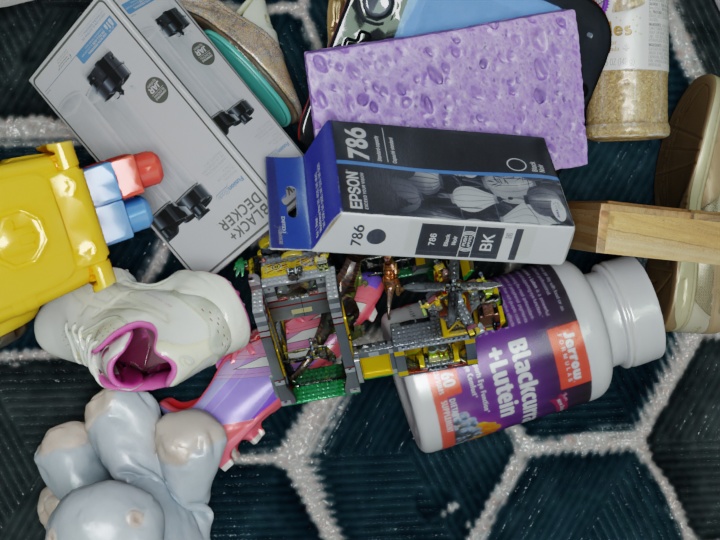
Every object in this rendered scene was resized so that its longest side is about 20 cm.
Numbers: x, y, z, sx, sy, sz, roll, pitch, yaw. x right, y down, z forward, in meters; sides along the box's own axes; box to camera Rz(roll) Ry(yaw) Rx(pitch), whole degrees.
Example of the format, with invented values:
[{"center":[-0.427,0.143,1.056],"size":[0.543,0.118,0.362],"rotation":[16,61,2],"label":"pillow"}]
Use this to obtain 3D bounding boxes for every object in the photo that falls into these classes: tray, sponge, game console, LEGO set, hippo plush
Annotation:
[{"center":[0.192,-0.029,0.903],"size":[0.097,0.200,0.038],"rotation":[6,92,-5],"label":"tray"},{"center":[0.062,-0.115,0.887],"size":[0.197,0.030,0.113],"rotation":[-10,106,-7],"label":"sponge"},{"center":[0.072,-0.141,0.909],"size":[0.198,0.031,0.179],"rotation":[20,94,-13],"label":"game console"},{"center":[0.000,0.000,0.865],"size":[0.197,0.155,0.117],"rotation":[-4,135,8],"label":"LEGO set"},{"center":[-0.181,0.198,0.884],"size":[0.157,0.161,0.203],"rotation":[0,109,13],"label":"hippo plush"}]

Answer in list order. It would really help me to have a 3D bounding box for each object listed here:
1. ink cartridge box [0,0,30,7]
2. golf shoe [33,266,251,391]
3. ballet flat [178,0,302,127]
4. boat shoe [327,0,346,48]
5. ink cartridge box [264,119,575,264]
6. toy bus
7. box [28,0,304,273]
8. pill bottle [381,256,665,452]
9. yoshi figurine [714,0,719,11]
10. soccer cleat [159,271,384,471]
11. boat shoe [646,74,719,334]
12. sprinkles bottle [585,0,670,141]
[{"center":[-0.243,-0.299,0.826],"size":[0.143,0.200,0.149],"rotation":[-14,67,-4],"label":"ink cartridge box"},{"center":[-0.175,0.045,0.889],"size":[0.198,0.092,0.076],"rotation":[-6,116,36],"label":"golf shoe"},{"center":[-0.111,-0.192,0.936],"size":[0.199,0.068,0.068],"rotation":[38,68,-7],"label":"ballet flat"},{"center":[0.004,-0.161,0.944],"size":[0.073,0.069,0.203],"rotation":[2,97,-12],"label":"boat shoe"},{"center":[0.036,-0.053,0.830],"size":[0.197,0.100,0.040],"rotation":[1,133,-11],"label":"ink cartridge box"},{"center":[-0.233,-0.035,0.878],"size":[0.190,0.200,0.137],"rotation":[-21,101,-17],"label":"toy bus"},{"center":[-0.134,-0.103,0.910],"size":[0.116,0.060,0.201],"rotation":[-34,99,39],"label":"box"},{"center":[0.124,0.057,0.945],"size":[0.198,0.111,0.113],"rotation":[-18,95,-4],"label":"pill bottle"},{"center":[0.345,-0.249,0.955],"size":[0.198,0.112,0.114],"rotation":[16,85,-9],"label":"yoshi figurine"},{"center":[-0.065,0.065,0.955],"size":[0.076,0.067,0.200],"rotation":[45,91,-1],"label":"soccer cleat"},{"center":[0.271,-0.051,0.979],"size":[0.064,0.071,0.203],"rotation":[5,101,-12],"label":"boat shoe"},{"center":[0.205,-0.202,0.961],"size":[0.067,0.068,0.203],"rotation":[-2,94,-5],"label":"sprinkles bottle"}]
